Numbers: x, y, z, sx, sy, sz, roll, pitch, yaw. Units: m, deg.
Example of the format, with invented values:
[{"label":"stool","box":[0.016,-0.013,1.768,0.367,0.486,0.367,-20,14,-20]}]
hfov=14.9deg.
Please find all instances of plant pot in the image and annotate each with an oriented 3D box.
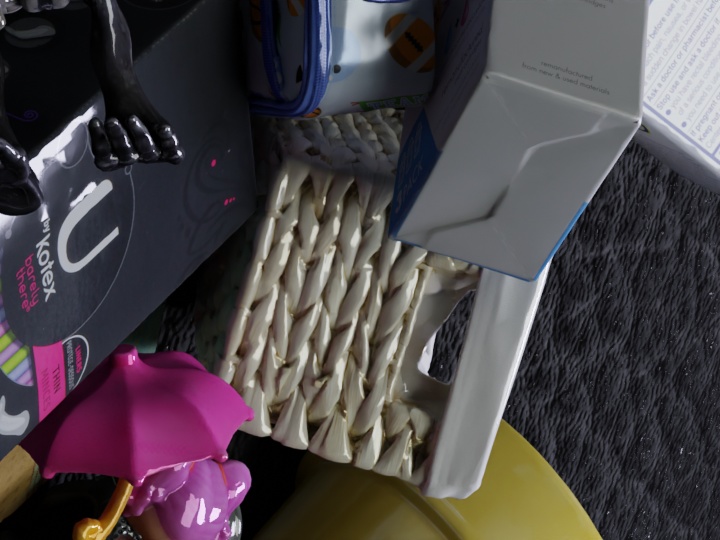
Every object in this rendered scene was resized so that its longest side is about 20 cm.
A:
[{"label":"plant pot","box":[0.007,0.189,1.397,0.188,0.200,0.201,-34,139,-25]}]

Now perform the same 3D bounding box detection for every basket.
[{"label":"basket","box":[0.000,0.000,1.219,0.200,0.123,0.136,-113,-141,-75]}]

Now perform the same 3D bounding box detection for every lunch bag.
[{"label":"lunch bag","box":[-0.021,-0.161,1.094,0.075,0.160,0.201,-5,97,-19]}]

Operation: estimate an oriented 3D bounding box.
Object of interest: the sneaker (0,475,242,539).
[{"label":"sneaker","box":[-0.137,0.171,1.235,0.114,0.076,0.200,2,124,-40]}]

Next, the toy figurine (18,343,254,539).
[{"label":"toy figurine","box":[-0.098,0.123,1.107,0.200,0.150,0.185,31,87,-51]}]

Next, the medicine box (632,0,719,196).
[{"label":"medicine box","box":[0.167,-0.154,1.319,0.200,0.103,0.183,34,90,-29]}]

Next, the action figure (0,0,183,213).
[{"label":"action figure","box":[-0.110,-0.128,0.941,0.102,0.118,0.201,106,-25,-68]}]

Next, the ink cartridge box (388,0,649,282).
[{"label":"ink cartridge box","box":[0.068,-0.113,1.107,0.115,0.067,0.201,120,-18,-52]}]

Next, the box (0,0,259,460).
[{"label":"box","box":[-0.137,-0.031,1.049,0.200,0.106,0.123,-47,147,-38]}]

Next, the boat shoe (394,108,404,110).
[{"label":"boat shoe","box":[0.010,-0.059,1.352,0.072,0.075,0.201,4,96,-58]}]

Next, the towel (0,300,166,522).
[{"label":"towel","box":[-0.145,0.058,1.149,0.200,0.022,0.147,-43,161,-40]}]
